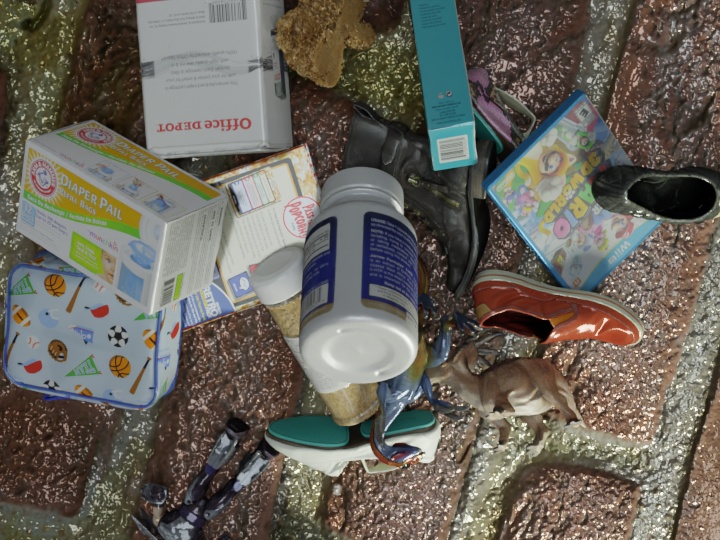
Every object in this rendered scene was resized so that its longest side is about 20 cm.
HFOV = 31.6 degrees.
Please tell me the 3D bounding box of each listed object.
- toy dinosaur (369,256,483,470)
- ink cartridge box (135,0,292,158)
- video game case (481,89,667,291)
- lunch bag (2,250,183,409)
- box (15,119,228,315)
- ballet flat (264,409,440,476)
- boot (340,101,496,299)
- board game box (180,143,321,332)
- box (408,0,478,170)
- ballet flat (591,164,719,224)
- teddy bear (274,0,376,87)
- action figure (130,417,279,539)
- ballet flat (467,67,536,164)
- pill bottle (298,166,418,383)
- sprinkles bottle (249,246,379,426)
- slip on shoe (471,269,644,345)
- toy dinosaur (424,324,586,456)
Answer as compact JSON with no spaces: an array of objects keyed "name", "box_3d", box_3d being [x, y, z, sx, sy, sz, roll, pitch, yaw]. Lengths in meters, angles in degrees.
[{"name":"toy dinosaur","box_3d":[0.057,0.115,1.370,0.104,0.201,0.183,18,124,-20]},{"name":"ink cartridge box","box_3d":[-0.154,-0.224,1.352,0.144,0.085,0.203,-1,94,19]},{"name":"video game case","box_3d":[0.233,-0.075,1.366,0.143,0.018,0.200,-44,124,-1]},{"name":"lunch bag","box_3d":[-0.294,0.068,1.386,0.197,0.076,0.163,10,106,12]},{"name":"box","box_3d":[-0.251,-0.060,1.325,0.198,0.101,0.114,29,121,23]},{"name":"ballet flat","box_3d":[-0.007,0.199,1.426,0.197,0.069,0.071,-4,96,-1]},{"name":"boot","box_3d":[0.056,-0.077,1.397,0.172,0.069,0.203,11,113,13]},{"name":"board game box","box_3d":[-0.128,-0.037,1.406,0.197,0.046,0.154,-18,95,2]},{"name":"box","box_3d":[0.084,-0.214,1.326,0.048,0.083,0.203,-8,64,4]},{"name":"ballet flat","box_3d":[0.335,-0.077,1.369,0.197,0.057,0.067,0,110,-29]},{"name":"teddy bear","box_3d":[-0.027,-0.295,1.350,0.066,0.144,0.203,18,92,34]},{"name":"action figure","box_3d":[-0.179,0.260,1.425,0.129,0.069,0.201,36,97,-8]},{"name":"ballet flat","box_3d":[0.173,-0.137,1.394,0.071,0.069,0.201,-38,94,-16]},{"name":"pill bottle","box_3d":[0.000,0.000,1.296,0.118,0.120,0.202,3,54,0]},{"name":"sprinkles bottle","box_3d":[-0.045,0.073,1.377,0.068,0.068,0.201,-28,113,2]},{"name":"slip on shoe","box_3d":[0.214,0.055,1.392,0.197,0.074,0.062,15,60,-9]},{"name":"toy dinosaur","box_3d":[0.170,0.124,1.411,0.197,0.086,0.137,6,51,-20]}]
